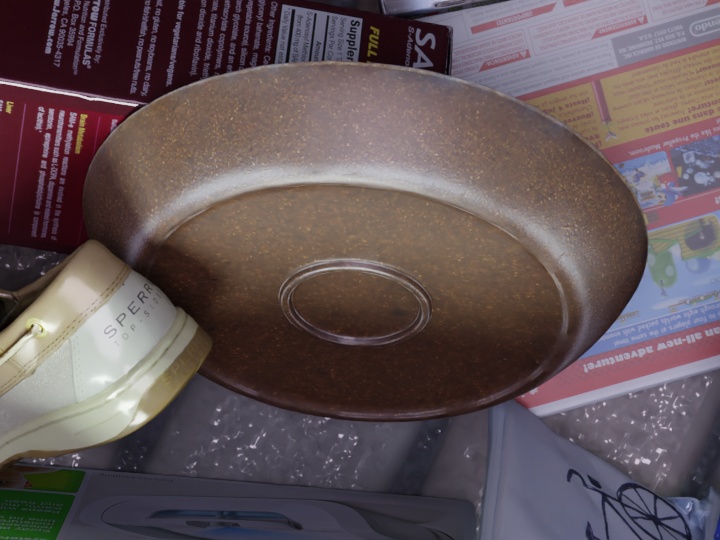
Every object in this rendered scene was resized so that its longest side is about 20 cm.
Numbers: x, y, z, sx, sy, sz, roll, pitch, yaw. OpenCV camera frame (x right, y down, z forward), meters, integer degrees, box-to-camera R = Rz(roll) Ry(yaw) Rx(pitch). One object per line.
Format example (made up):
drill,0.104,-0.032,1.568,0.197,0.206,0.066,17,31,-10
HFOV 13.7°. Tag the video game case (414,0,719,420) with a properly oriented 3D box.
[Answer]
video game case,0.093,-0.055,1.117,0.143,0.017,0.200,-16,98,3

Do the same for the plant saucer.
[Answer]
plant saucer,0.000,0.000,1.044,0.200,0.200,0.035,6,56,0

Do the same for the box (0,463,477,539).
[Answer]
box,-0.059,0.141,1.069,0.200,0.176,0.097,5,99,1

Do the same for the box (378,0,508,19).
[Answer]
box,0.042,-0.198,1.076,0.110,0.035,0.200,-11,92,3

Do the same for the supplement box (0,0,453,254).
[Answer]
supplement box,-0.076,-0.052,1.062,0.200,0.109,0.061,10,58,-6

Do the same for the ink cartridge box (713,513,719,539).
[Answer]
ink cartridge box,0.234,0.067,1.074,0.200,0.044,0.094,-3,127,-17

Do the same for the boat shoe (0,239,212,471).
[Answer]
boat shoe,-0.138,0.035,1.069,0.200,0.074,0.066,-22,112,39

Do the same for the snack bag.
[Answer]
snack bag,0.122,0.124,1.055,0.200,0.189,0.021,32,111,-8
